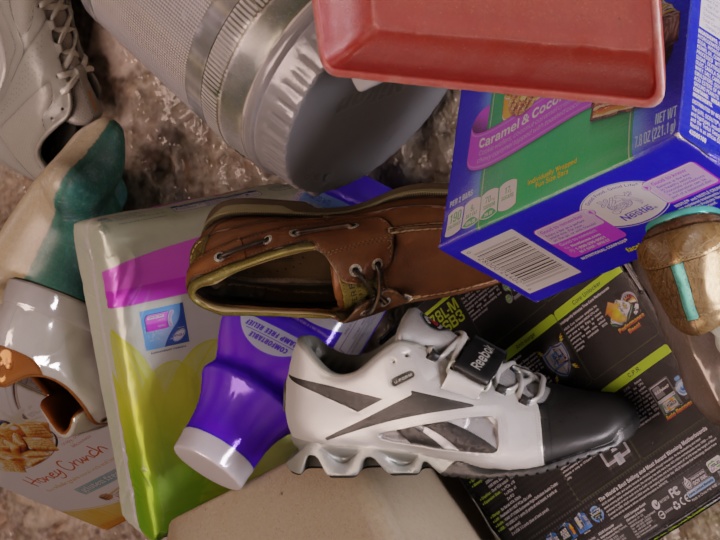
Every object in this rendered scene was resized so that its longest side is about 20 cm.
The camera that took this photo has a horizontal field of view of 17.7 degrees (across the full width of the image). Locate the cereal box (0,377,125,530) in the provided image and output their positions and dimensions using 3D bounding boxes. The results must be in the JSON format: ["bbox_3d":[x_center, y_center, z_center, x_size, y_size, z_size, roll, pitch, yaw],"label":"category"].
[{"bbox_3d":[-0.212,0.109,1.567,0.144,0.200,0.040,-29,45,45],"label":"cereal box"}]

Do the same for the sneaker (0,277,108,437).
[{"bbox_3d":[-0.157,0.075,1.494,0.073,0.200,0.085,7,76,56],"label":"sneaker"}]

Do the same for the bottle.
[{"bbox_3d":[-0.040,0.035,1.376,0.083,0.200,0.065,27,161,17],"label":"bottle"}]

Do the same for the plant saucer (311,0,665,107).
[{"bbox_3d":[0.057,-0.183,1.076,0.199,0.037,0.201,9,116,37],"label":"plant saucer"}]

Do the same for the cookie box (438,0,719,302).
[{"bbox_3d":[0.131,-0.107,1.179,0.171,0.075,0.200,-25,45,44],"label":"cookie box"}]

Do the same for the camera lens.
[{"bbox_3d":[-0.055,-0.162,1.347,0.200,0.160,0.160,43,128,24],"label":"camera lens"}]

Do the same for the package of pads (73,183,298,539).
[{"bbox_3d":[-0.084,0.053,1.448,0.068,0.154,0.201,9,109,64],"label":"package of pads"}]

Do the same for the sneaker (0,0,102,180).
[{"bbox_3d":[-0.207,-0.146,1.563,0.092,0.076,0.200,30,130,24],"label":"sneaker"}]

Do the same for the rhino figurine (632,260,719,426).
[{"bbox_3d":[0.179,-0.006,1.230,0.060,0.087,0.200,-32,81,43],"label":"rhino figurine"}]

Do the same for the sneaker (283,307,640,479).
[{"bbox_3d":[0.052,0.065,1.274,0.199,0.074,0.089,-2,102,10],"label":"sneaker"}]

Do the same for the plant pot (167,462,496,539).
[{"bbox_3d":[-0.005,0.211,1.382,0.199,0.200,0.177,-27,66,22],"label":"plant pot"}]

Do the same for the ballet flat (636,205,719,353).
[{"bbox_3d":[0.202,0.017,1.134,0.068,0.200,0.073,-19,73,31],"label":"ballet flat"}]

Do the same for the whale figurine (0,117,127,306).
[{"bbox_3d":[-0.187,-0.008,1.535,0.104,0.159,0.200,32,136,3],"label":"whale figurine"}]

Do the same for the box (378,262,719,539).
[{"bbox_3d":[0.123,0.070,1.336,0.200,0.047,0.193,-43,71,43],"label":"box"}]

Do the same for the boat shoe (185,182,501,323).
[{"bbox_3d":[0.000,0.000,1.303,0.199,0.068,0.072,-5,124,17],"label":"boat shoe"}]

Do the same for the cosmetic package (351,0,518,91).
[{"bbox_3d":[0.060,-0.176,1.151,0.200,0.071,0.102,-27,92,44],"label":"cosmetic package"}]
